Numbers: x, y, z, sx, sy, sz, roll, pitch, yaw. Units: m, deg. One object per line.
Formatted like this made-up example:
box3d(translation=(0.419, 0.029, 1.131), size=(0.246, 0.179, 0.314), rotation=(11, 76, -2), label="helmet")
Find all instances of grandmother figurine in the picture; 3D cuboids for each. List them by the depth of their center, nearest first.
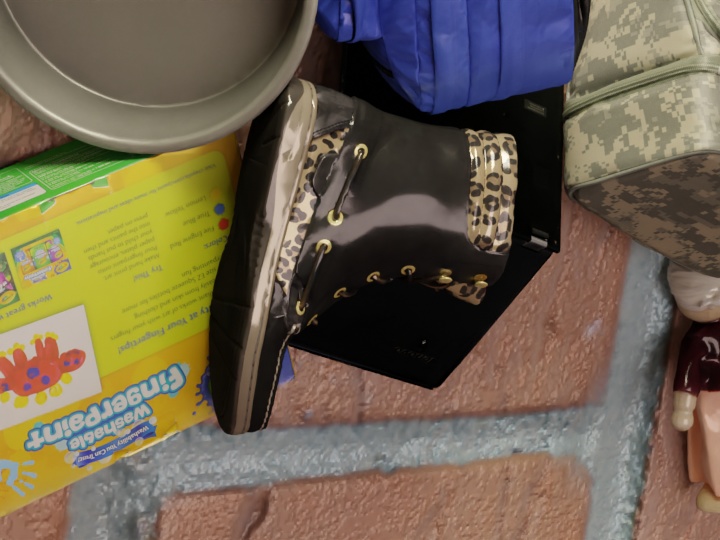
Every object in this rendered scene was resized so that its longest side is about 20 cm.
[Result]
box3d(translation=(0.255, 0.075, 1.443), size=(0.121, 0.060, 0.202), rotation=(-41, 126, -50), label="grandmother figurine")

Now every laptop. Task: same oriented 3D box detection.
box3d(translation=(0.024, -0.050, 1.268), size=(0.186, 0.115, 0.202), rotation=(19, 66, -38), label="laptop")

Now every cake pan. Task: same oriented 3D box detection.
box3d(translation=(-0.117, -0.161, 1.051), size=(0.198, 0.037, 0.202), rotation=(3, 115, 7), label="cake pan")

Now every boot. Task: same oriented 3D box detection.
box3d(translation=(0.000, 0.000, 1.111), size=(0.149, 0.073, 0.202), rotation=(7, 100, -22), label="boot")

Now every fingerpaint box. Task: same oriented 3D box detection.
box3d(translation=(-0.153, 0.019, 1.127), size=(0.199, 0.073, 0.168), rotation=(-25, 118, -21), label="fingerpaint box")

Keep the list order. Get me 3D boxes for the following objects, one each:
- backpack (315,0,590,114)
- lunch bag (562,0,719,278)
box3d(translation=(0.037, -0.193, 1.118), size=(0.166, 0.163, 0.201), rotation=(-15, 127, -3), label="backpack")
box3d(translation=(0.230, -0.109, 1.313), size=(0.199, 0.139, 0.169), rotation=(22, 60, -38), label="lunch bag")
